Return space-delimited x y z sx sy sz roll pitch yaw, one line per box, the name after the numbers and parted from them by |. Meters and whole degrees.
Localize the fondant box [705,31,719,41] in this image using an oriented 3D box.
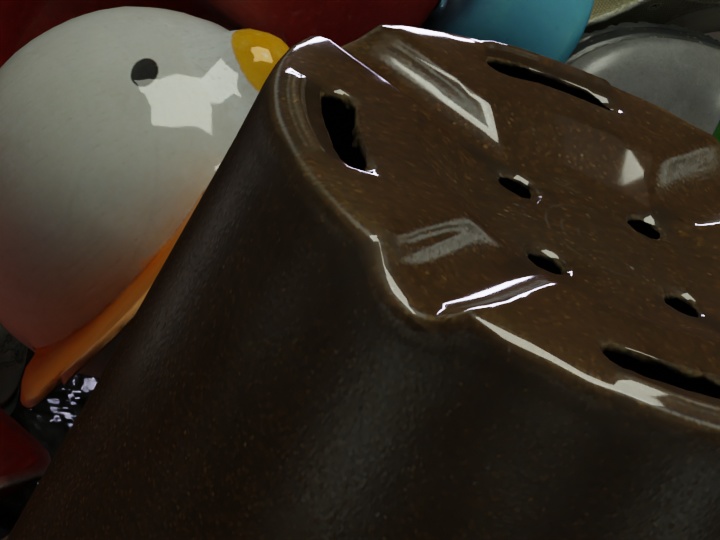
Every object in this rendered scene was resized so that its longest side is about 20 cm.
0.090 -0.139 1.059 0.200 0.058 0.144 20 34 29 | fondant box

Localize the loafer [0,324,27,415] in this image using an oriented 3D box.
-0.152 -0.034 0.722 0.072 0.063 0.200 3 34 -38 | loafer

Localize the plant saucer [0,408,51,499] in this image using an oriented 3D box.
-0.211 0.023 0.593 0.200 0.037 0.200 38 27 24 | plant saucer

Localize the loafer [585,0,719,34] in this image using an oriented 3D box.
0.099 -0.122 0.922 0.200 0.068 0.076 -19 42 -11 | loafer

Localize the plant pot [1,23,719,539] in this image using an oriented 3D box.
0.013 0.067 0.529 0.200 0.198 0.200 21 25 -10 | plant pot

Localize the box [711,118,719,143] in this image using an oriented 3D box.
0.137 0.047 0.678 0.097 0.200 0.176 38 29 23 | box

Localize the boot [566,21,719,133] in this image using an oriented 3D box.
0.162 -0.025 0.887 0.200 0.070 0.132 7 27 -31 | boot

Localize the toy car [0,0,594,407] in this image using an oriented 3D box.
-0.044 -0.046 0.629 0.184 0.177 0.200 36 26 -25 | toy car
